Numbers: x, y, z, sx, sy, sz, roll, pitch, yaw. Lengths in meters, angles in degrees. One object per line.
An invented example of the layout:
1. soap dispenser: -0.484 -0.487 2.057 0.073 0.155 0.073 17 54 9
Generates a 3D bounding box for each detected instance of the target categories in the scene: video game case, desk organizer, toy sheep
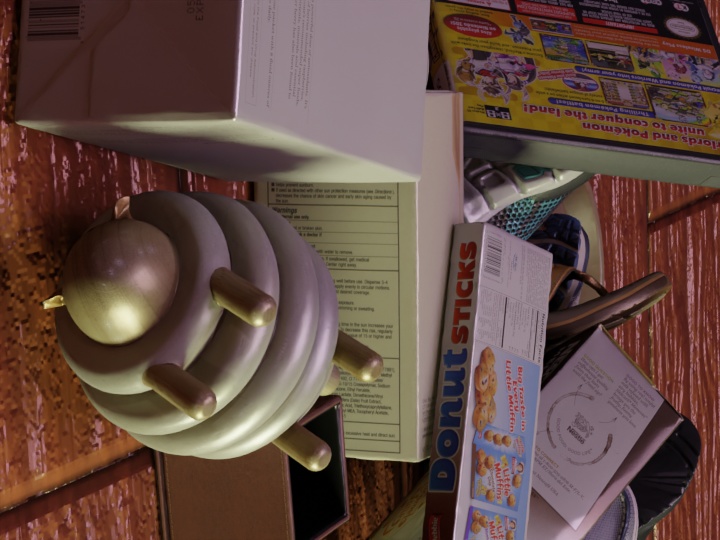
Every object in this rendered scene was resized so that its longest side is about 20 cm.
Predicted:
1. video game case: 0.133 -0.131 1.284 0.026 0.199 0.181 116 -27 -44
2. desk organizer: -0.051 0.166 1.098 0.072 0.077 0.201 -26 115 -61
3. toy sheep: -0.068 0.029 0.992 0.200 0.137 0.139 37 59 -51

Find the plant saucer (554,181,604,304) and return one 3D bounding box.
1. plant saucer: 0.130 0.013 1.510 0.200 0.029 0.201 -11 103 -63

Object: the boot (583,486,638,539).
1. boot: 0.124 0.196 1.290 0.200 0.073 0.090 -58 177 -28

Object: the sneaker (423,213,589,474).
1. sneaker: 0.105 0.060 1.394 0.085 0.077 0.201 29 82 -54

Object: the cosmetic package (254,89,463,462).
1. cosmetic package: 0.000 0.000 1.164 0.071 0.105 0.201 -10 102 -65

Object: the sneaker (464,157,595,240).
1. sneaker: 0.077 -0.037 1.290 0.199 0.078 0.091 -32 146 -10

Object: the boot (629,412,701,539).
1. boot: 0.156 0.202 1.441 0.198 0.073 0.163 -50 160 -27

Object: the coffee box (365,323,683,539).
1. coffee box: 0.086 0.136 1.247 0.080 0.114 0.200 47 64 -4

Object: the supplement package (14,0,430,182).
1. supplement package: -0.060 -0.113 1.013 0.200 0.119 0.122 13 78 -63

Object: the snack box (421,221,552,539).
1. snack box: 0.070 0.079 1.151 0.072 0.024 0.201 22 70 -50

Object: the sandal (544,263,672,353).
1. sandal: 0.099 0.025 1.302 0.080 0.199 0.054 119 -44 -77
